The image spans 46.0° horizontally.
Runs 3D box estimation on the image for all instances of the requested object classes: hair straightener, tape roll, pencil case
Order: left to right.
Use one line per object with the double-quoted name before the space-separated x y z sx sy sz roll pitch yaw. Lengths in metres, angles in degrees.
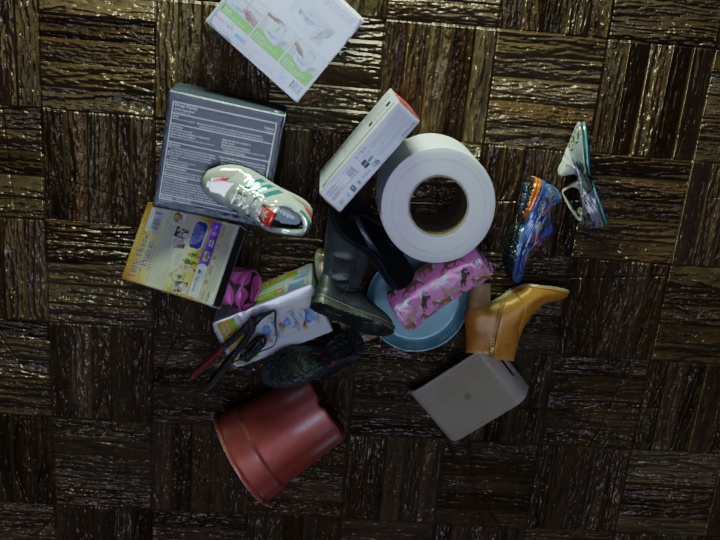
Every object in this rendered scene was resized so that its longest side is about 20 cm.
"pencil case" -0.273 0.019 1.518 0.198 0.094 0.092 13 68 24
"hair straightener" -0.213 0.147 1.519 0.077 0.041 0.200 43 101 -15
"tape roll" 0.129 -0.130 1.500 0.200 0.139 0.205 -1 109 -3
"pencil case" 0.146 0.025 1.557 0.199 0.083 0.086 -35 151 8

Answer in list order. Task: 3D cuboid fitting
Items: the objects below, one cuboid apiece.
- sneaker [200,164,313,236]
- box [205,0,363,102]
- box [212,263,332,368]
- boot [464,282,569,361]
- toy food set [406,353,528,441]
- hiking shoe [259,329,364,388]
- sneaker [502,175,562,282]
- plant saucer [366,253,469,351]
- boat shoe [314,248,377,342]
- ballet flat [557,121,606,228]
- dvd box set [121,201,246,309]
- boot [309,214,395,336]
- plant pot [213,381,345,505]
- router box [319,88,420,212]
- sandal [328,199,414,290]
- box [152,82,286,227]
"sneaker" -0.167 -0.111 1.390 0.198 0.094 0.071 24 105 -14
"box" -0.124 -0.417 1.414 0.199 0.097 0.177 39 102 -14
"box" -0.161 0.083 1.571 0.198 0.113 0.102 -22 110 5
"boot" 0.294 0.098 1.597 0.198 0.071 0.146 1 88 -2
"toy food set" 0.211 0.234 1.676 0.199 0.061 0.144 -35 107 18
"hiking shoe" -0.087 0.179 1.554 0.198 0.076 0.101 -16 151 -13
"sneaker" 0.319 -0.069 1.566 0.077 0.075 0.202 12 109 -10
"plant saucer" 0.108 0.057 1.621 0.197 0.027 0.203 -1 108 -2
"boat shoe" -0.025 0.043 1.580 0.064 0.071 0.202 -17 112 21
"ballet flat" 0.395 -0.167 1.540 0.071 0.072 0.203 -16 107 3
"dvd box set" -0.308 -0.028 1.473 0.198 0.029 0.148 14 82 23
"boot" 0.002 0.000 1.530 0.181 0.202 0.072 27 148 -23
"plant pot" -0.145 0.306 1.615 0.194 0.201 0.202 -31 108 0
"router box" 0.011 -0.210 1.446 0.049 0.180 0.200 39 103 -14
"sandal" 0.027 -0.055 1.497 0.200 0.043 0.076 45 56 -9
"box" -0.240 -0.201 1.466 0.197 0.123 0.201 11 109 -8
